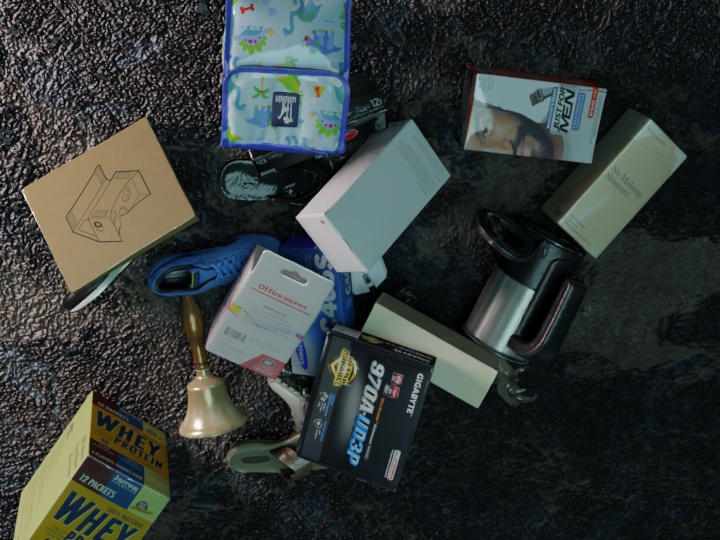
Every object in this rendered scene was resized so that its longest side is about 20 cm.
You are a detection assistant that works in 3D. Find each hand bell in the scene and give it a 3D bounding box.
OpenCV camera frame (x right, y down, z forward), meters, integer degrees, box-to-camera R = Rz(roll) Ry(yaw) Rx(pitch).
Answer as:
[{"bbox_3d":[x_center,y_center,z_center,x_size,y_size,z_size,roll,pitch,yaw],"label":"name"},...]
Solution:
[{"bbox_3d":[-0.232,0.130,1.666,0.102,0.104,0.204,-11,101,-7],"label":"hand bell"}]

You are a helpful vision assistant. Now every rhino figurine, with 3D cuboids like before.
[{"bbox_3d":[0.173,0.148,1.717,0.198,0.060,0.089,25,118,18],"label":"rhino figurine"}]

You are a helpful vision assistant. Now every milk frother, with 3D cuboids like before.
[{"bbox_3d":[0.209,0.021,1.659,0.198,0.181,0.190,24,102,-13],"label":"milk frother"}]

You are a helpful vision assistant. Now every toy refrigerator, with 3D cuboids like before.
[{"bbox_3d":[0.098,0.116,1.648,0.198,0.076,0.071,29,104,2],"label":"toy refrigerator"}]

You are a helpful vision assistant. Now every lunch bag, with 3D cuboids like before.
[{"bbox_3d":[-0.098,-0.256,1.495,0.167,0.127,0.204,3,89,-4],"label":"lunch bag"}]

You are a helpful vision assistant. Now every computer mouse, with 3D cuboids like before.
[{"bbox_3d":[0.000,0.000,1.680,0.109,0.044,0.201,-31,112,2],"label":"computer mouse"}]

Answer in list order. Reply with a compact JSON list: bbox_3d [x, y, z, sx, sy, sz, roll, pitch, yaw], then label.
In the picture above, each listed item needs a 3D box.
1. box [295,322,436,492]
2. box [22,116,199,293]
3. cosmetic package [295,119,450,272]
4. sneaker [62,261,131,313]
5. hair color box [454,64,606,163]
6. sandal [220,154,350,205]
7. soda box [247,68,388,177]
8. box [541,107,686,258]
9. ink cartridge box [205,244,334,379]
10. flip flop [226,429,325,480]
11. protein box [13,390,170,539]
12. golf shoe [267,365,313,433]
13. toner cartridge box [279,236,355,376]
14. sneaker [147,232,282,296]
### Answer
[{"bbox_3d":[0.006,0.194,1.623,0.157,0.046,0.203,18,108,7],"label":"box"},{"bbox_3d":[-0.337,-0.089,1.544,0.198,0.021,0.165,-30,76,0],"label":"box"},{"bbox_3d":[0.019,-0.103,1.580,0.200,0.084,0.108,-47,114,-23],"label":"cosmetic package"},{"bbox_3d":[-0.357,-0.034,1.590,0.090,0.070,0.200,44,95,-10],"label":"sneaker"},{"bbox_3d":[0.242,-0.223,1.639,0.196,0.064,0.113,4,109,-12],"label":"hair color box"},{"bbox_3d":[-0.098,-0.122,1.614,0.197,0.048,0.077,-5,110,-9],"label":"sandal"},{"bbox_3d":[-0.064,-0.202,1.571,0.197,0.063,0.072,-21,72,-3],"label":"soda box"},{"bbox_3d":[0.373,-0.130,1.690,0.095,0.078,0.201,37,99,-21],"label":"box"},{"bbox_3d":[-0.124,0.047,1.605,0.115,0.068,0.201,25,124,-14],"label":"ink cartridge box"},{"bbox_3d":[-0.110,0.286,1.717,0.197,0.058,0.082,-7,129,14],"label":"flip flop"},{"bbox_3d":[-0.383,0.322,1.634,0.134,0.199,0.201,33,100,-20],"label":"protein box"},{"bbox_3d":[-0.079,0.226,1.731,0.199,0.079,0.097,40,104,-20],"label":"golf shoe"},{"bbox_3d":[-0.059,0.055,1.665,0.094,0.043,0.203,5,112,25],"label":"toner cartridge box"},{"bbox_3d":[-0.203,-0.001,1.622,0.197,0.079,0.067,-13,110,-8],"label":"sneaker"}]
